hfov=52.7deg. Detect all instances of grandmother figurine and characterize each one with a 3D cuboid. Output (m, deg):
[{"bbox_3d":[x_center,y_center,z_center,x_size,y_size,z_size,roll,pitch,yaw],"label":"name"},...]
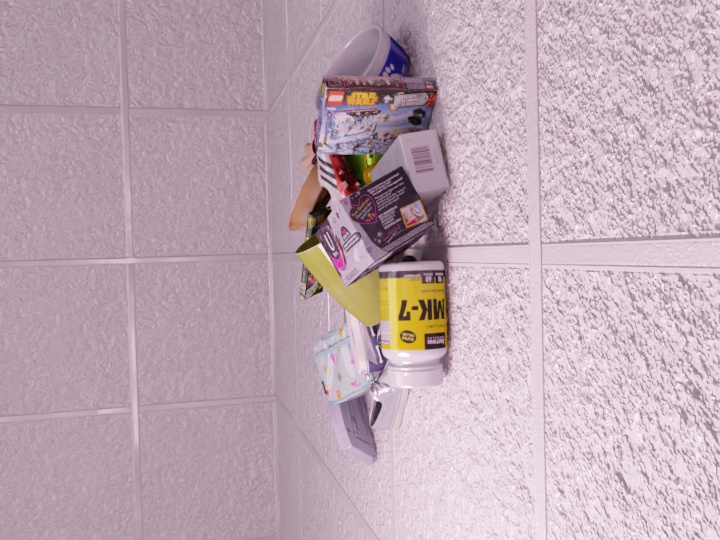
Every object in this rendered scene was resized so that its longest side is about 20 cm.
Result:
[{"bbox_3d":[-0.087,-0.281,1.621,0.200,0.059,0.124,167,109,-74],"label":"grandmother figurine"}]

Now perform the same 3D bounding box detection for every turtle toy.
[{"bbox_3d":[0.023,-0.238,1.457,0.145,0.099,0.205,-11,82,61],"label":"turtle toy"}]

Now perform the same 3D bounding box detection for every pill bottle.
[{"bbox_3d":[0.089,0.088,1.219,0.114,0.112,0.205,174,93,-76],"label":"pill bottle"}]

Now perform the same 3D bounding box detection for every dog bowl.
[{"bbox_3d":[0.001,-0.363,1.395,0.199,0.078,0.203,-38,35,32],"label":"dog bowl"}]

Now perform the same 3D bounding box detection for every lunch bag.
[{"bbox_3d":[-0.026,0.201,1.623,0.199,0.076,0.164,-33,71,48],"label":"lunch bag"}]

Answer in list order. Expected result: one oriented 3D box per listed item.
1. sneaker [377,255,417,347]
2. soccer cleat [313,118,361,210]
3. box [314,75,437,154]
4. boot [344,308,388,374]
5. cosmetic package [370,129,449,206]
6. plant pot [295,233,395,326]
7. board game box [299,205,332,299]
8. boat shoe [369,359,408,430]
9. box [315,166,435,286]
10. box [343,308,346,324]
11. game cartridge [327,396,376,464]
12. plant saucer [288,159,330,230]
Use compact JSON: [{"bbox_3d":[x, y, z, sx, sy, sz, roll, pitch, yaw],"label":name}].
[{"bbox_3d":[0.080,0.062,1.367,0.087,0.076,0.203,-96,20,-54],"label":"sneaker"},{"bbox_3d":[-0.060,-0.212,1.437,0.085,0.068,0.203,-45,57,41],"label":"soccer cleat"},{"bbox_3d":[0.024,-0.267,1.261,0.138,0.195,0.040,104,157,-46],"label":"box"},{"bbox_3d":[0.021,0.112,1.521,0.073,0.088,0.205,118,143,-72],"label":"boot"},{"bbox_3d":[0.082,-0.161,1.277,0.200,0.070,0.104,143,115,-73],"label":"cosmetic package"},{"bbox_3d":[0.000,0.000,1.435,0.202,0.185,0.187,58,170,-11],"label":"plant pot"},{"bbox_3d":[-0.080,-0.041,1.562,0.023,0.104,0.204,30,128,31],"label":"board game box"},{"bbox_3d":[0.053,0.247,1.469,0.070,0.070,0.204,-113,25,-54],"label":"boat shoe"},{"bbox_3d":[0.017,-0.069,1.220,0.116,0.131,0.200,59,162,4],"label":"box"},{"bbox_3d":[-0.001,0.141,1.736,0.200,0.040,0.160,-148,57,-74],"label":"box"},{"bbox_3d":[-0.025,0.346,1.712,0.133,0.040,0.203,46,-158,-44],"label":"game cartridge"},{"bbox_3d":[-0.089,-0.166,1.545,0.203,0.035,0.200,-60,-6,-10],"label":"plant saucer"}]
